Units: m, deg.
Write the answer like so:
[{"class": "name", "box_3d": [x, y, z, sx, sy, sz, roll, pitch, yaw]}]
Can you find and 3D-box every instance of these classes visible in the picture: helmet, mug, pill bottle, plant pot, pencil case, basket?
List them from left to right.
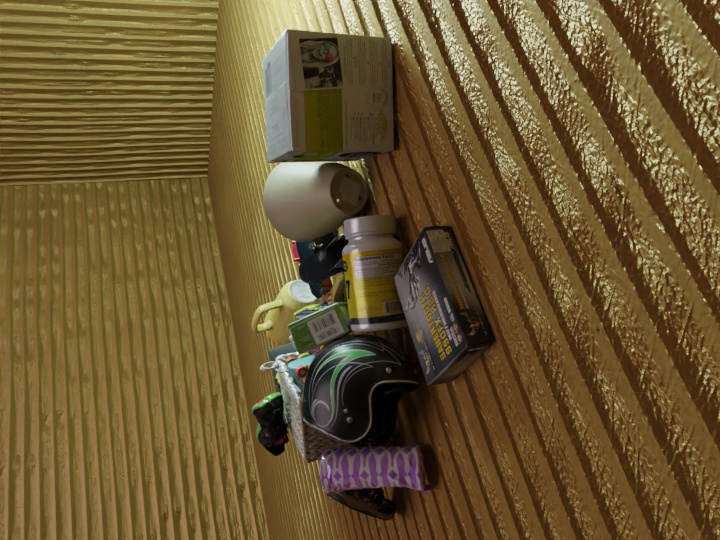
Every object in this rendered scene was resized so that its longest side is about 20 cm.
[{"class": "mug", "box_3d": [-0.183, 0.118, 1.607, 0.149, 0.187, 0.154, 32, 130, 8]}, {"class": "plant pot", "box_3d": [-0.079, -0.160, 1.256, 0.200, 0.187, 0.189, -1, 95, 55]}, {"class": "basket", "box_3d": [-0.066, 0.276, 1.276, 0.200, 0.197, 0.162, -137, 43, -60]}, {"class": "helmet", "box_3d": [-0.001, 0.210, 1.071, 0.192, 0.199, 0.200, -68, 18, -9]}, {"class": "pencil case", "box_3d": [0.022, 0.363, 1.067, 0.084, 0.199, 0.086, -19, -79, -76]}, {"class": "pill bottle", "box_3d": [0.027, 0.005, 1.069, 0.114, 0.114, 0.201, 169, 95, -70]}]

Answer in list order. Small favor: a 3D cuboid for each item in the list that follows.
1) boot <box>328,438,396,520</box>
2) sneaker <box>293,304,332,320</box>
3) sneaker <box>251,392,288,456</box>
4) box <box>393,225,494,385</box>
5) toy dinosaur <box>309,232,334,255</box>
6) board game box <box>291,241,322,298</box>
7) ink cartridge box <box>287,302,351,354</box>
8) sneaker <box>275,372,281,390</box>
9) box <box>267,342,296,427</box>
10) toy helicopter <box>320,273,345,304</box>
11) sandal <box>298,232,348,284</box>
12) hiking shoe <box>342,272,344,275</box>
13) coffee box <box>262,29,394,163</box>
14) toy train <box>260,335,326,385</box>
[{"class": "boot", "box_3d": [0.031, 0.410, 1.190, 0.073, 0.200, 0.151, 9, 69, 45]}, {"class": "sneaker", "box_3d": [-0.059, 0.123, 1.321, 0.199, 0.074, 0.083, 0, 106, 39]}, {"class": "sneaker", "box_3d": [-0.184, 0.333, 1.278, 0.084, 0.077, 0.201, 45, 151, 31]}, {"class": "box", "box_3d": [0.121, 0.056, 0.920, 0.159, 0.048, 0.201, 118, 142, -56]}, {"class": "toy dinosaur", "box_3d": [-0.093, -0.072, 1.422, 0.077, 0.102, 0.201, -10, 96, 45]}, {"class": "board game box", "box_3d": [-0.142, -0.023, 1.473, 0.158, 0.039, 0.201, -73, -33, -68]}, {"class": "ink cartridge box", "box_3d": [-0.063, 0.108, 1.157, 0.200, 0.103, 0.060, 15, -129, -82]}, {"class": "sneaker", "box_3d": [-0.107, 0.230, 1.391, 0.090, 0.199, 0.078, -43, 67, 50]}, {"class": "box", "box_3d": [-0.140, 0.297, 1.514, 0.149, 0.124, 0.201, 61, -171, -62]}, {"class": "toy helicopter", "box_3d": [-0.063, 0.058, 1.417, 0.133, 0.078, 0.201, -106, 32, -49]}, {"class": "sandal", "box_3d": [-0.041, -0.033, 1.158, 0.200, 0.043, 0.076, -33, 61, 17]}, {"class": "hiking shoe", "box_3d": [0.000, 0.000, 1.220, 0.101, 0.075, 0.201, 117, 152, -69]}, {"class": "coffee box", "box_3d": [-0.063, -0.310, 1.099, 0.200, 0.197, 0.201, -168, 74, -68]}, {"class": "toy train", "box_3d": [-0.111, 0.185, 1.218, 0.200, 0.149, 0.056, -37, -59, -61]}]
